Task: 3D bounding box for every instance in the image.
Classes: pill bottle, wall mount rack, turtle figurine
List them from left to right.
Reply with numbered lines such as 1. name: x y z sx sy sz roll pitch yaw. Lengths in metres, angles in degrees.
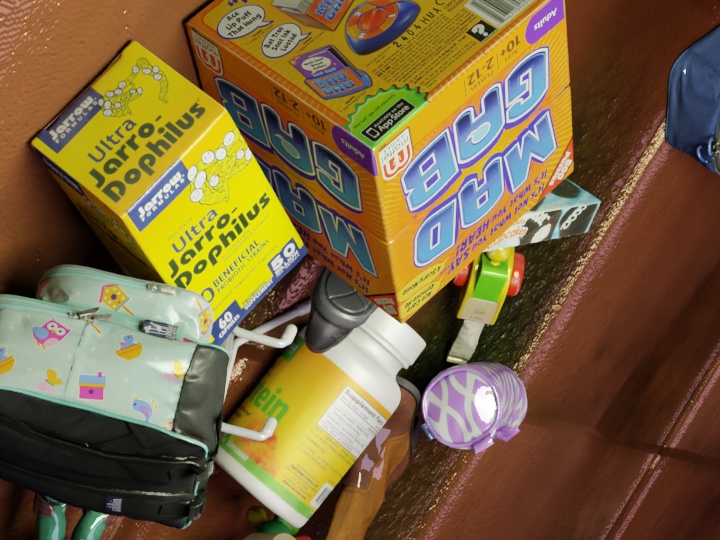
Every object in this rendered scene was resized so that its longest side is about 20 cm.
1. turtle figurine: -0.252 0.237 1.561 0.149 0.100 0.202 11 105 -57
2. wall mount rack: -0.077 0.038 1.618 0.175 0.074 0.201 -78 -179 -47
3. pill bottle: -0.035 0.118 1.717 0.200 0.111 0.111 -51 149 -5

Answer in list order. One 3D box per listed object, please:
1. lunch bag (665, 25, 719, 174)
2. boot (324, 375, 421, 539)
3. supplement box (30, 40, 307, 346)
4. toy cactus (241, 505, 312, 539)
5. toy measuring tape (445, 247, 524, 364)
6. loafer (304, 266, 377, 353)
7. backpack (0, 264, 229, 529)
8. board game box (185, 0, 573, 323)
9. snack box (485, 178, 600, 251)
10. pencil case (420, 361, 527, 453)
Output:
1. lunch bag: 0.418 -0.179 2.019 0.200 0.132 0.137 -39 146 -24
2. boot: -0.011 0.200 1.827 0.189 0.068 0.201 82 31 -64
3. supplement box: -0.136 -0.052 1.419 0.109 0.109 0.200 -47 148 -11
4. toy cactus: -0.108 0.274 1.733 0.199 0.103 0.165 -19 176 -37
5. toy measuring tape: 0.116 0.017 1.884 0.073 0.074 0.201 -36 161 -27
6. loafer: 0.000 0.000 1.668 0.063 0.072 0.200 -56 178 37
7. backpack: -0.199 0.086 1.386 0.176 0.198 0.155 110 -14 -62
8. board game box: 0.021 -0.130 1.465 0.200 0.199 0.201 -41 147 -21
9. snack box: 0.112 -0.067 1.732 0.199 0.116 0.037 -11 129 -49
10. pencil case: 0.117 0.133 1.911 0.084 0.086 0.200 -41 172 11
